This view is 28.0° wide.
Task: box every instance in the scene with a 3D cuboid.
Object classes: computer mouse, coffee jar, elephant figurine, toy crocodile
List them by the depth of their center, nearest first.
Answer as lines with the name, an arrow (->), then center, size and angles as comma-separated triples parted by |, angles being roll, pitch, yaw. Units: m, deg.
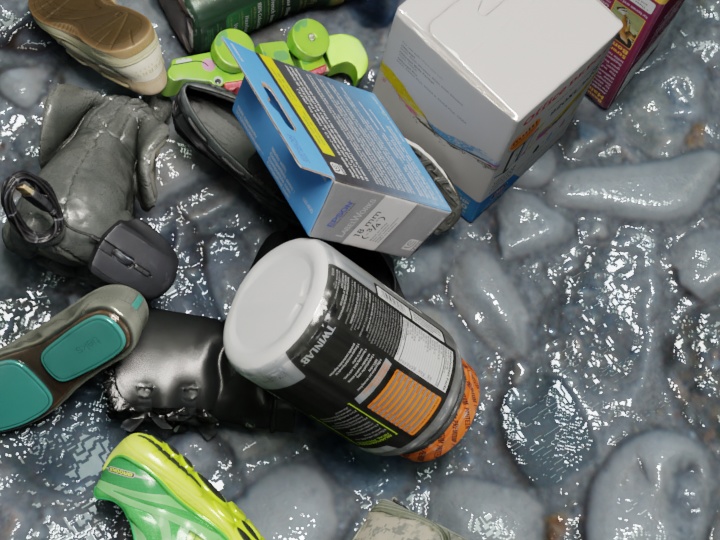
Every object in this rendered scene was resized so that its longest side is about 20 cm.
computer mouse -> -0.206, -0.024, 1.131 | 0.034, 0.200, 0.059 | 36, 93, 37
elephant figurine -> -0.220, -0.096, 1.228 | 0.141, 0.155, 0.200 | 27, 75, -33
toy crocodile -> -0.087, -0.184, 1.322 | 0.200, 0.067, 0.062 | -13, 76, -29
coffee jar -> -0.090, -0.284, 1.368 | 0.200, 0.085, 0.104 | -23, 69, -16

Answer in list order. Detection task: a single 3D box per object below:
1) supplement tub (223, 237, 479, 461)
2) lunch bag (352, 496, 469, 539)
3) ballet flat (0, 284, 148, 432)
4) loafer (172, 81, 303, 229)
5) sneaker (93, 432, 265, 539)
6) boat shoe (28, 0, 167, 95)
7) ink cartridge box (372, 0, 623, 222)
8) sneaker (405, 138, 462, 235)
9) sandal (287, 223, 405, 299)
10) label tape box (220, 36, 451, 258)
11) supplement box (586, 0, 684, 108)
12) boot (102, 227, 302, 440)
supplement tub -> -0.002, 0.071, 1.160 | 0.200, 0.122, 0.123 | 37, 60, -35
lunch bag -> 0.031, 0.293, 1.118 | 0.167, 0.139, 0.200 | 27, 64, 21
ballet flat -> -0.252, 0.073, 1.178 | 0.067, 0.200, 0.064 | 54, 24, -17
loafer -> -0.078, -0.096, 1.251 | 0.200, 0.070, 0.068 | 34, 76, 4
sneaker -> -0.134, 0.221, 1.164 | 0.084, 0.074, 0.200 | -45, 83, 6
boat shoe -> -0.237, -0.213, 1.305 | 0.072, 0.065, 0.200 | -38, 44, -16
ink cartridge box -> 0.113, -0.173, 1.287 | 0.145, 0.200, 0.147 | 43, 68, 11
sneaker -> 0.010, -0.105, 1.309 | 0.200, 0.079, 0.074 | 35, 110, 11
sandal -> 0.001, 0.000, 1.282 | 0.076, 0.043, 0.200 | -25, 73, -18
label tape box -> -0.034, -0.094, 1.155 | 0.200, 0.063, 0.144 | 12, 39, -51
supplement box -> 0.233, -0.267, 1.345 | 0.131, 0.200, 0.103 | 38, 66, 8
boot -> -0.131, 0.050, 1.229 | 0.162, 0.073, 0.199 | 5, 69, -5
